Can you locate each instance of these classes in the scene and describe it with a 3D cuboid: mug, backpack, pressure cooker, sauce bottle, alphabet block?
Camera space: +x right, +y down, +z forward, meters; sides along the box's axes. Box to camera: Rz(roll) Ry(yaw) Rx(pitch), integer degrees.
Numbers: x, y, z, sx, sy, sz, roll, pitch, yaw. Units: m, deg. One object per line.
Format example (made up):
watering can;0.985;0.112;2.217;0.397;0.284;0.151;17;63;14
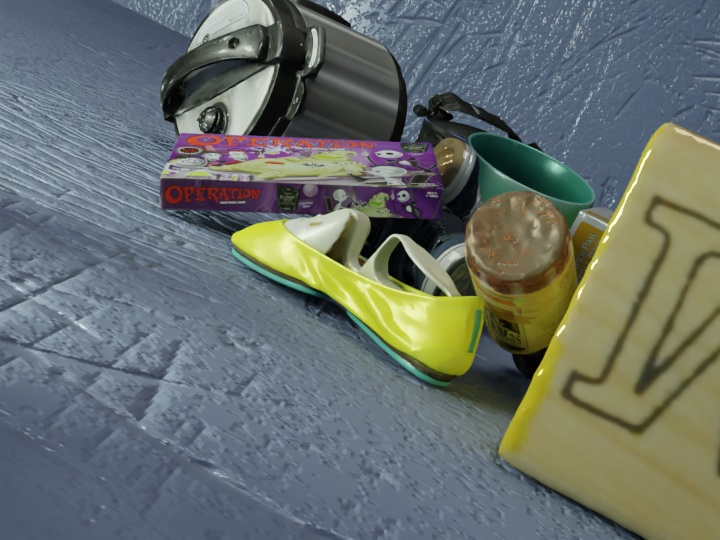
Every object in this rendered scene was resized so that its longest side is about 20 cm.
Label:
mug;0.162;-0.066;1.304;0.152;0.115;0.185;28;23;8
backpack;0.167;-0.107;1.498;0.190;0.154;0.200;0;31;-49
pressure cooker;-0.077;-0.161;1.114;0.200;0.176;0.179;15;24;-40
sauce bottle;0.109;0.021;0.774;0.066;0.066;0.200;30;-16;26
alphabet block;0.218;0.052;0.663;0.200;0.197;0.195;27;8;14

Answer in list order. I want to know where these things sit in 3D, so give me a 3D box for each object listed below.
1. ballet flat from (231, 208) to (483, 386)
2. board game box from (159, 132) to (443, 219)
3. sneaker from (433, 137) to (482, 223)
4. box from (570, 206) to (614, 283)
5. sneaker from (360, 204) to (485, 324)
ballet flat;0.000;0.000;0.770;0.200;0.067;0.067;32;14;35
board game box;-0.042;-0.072;0.899;0.200;0.032;0.120;2;18;-2
sneaker;0.091;-0.047;1.068;0.108;0.070;0.200;28;-20;-8
box;0.248;0.008;1.199;0.101;0.113;0.200;29;11;13
sneaker;0.040;-0.017;0.908;0.146;0.077;0.202;33;9;17
